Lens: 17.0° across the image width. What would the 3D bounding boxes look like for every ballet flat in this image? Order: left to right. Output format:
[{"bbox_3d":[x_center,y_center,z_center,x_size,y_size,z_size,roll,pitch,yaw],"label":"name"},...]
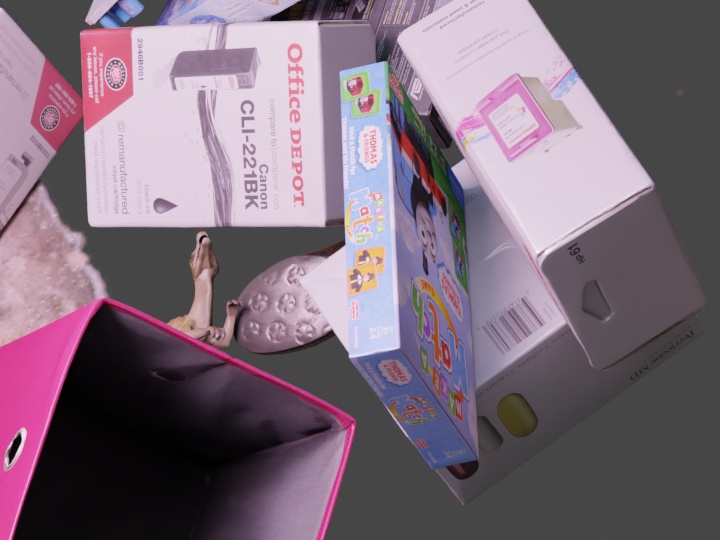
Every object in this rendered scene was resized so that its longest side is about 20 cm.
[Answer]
[{"bbox_3d":[0.000,0.000,1.683,0.200,0.046,0.067,-32,75,11],"label":"ballet flat"}]

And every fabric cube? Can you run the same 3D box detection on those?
[{"bbox_3d":[-0.154,0.157,1.512,0.199,0.200,0.197,-21,46,56],"label":"fabric cube"}]

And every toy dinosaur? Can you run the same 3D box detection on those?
[{"bbox_3d":[-0.131,0.076,1.694,0.200,0.058,0.101,-60,33,1],"label":"toy dinosaur"}]

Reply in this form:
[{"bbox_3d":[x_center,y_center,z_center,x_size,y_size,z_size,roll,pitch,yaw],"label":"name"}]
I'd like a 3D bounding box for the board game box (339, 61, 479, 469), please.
[{"bbox_3d":[0.030,-0.002,1.460,0.037,0.151,0.200,-11,58,16],"label":"board game box"}]

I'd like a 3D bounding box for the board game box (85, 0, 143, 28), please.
[{"bbox_3d":[-0.118,-0.282,1.819,0.200,0.026,0.200,-41,19,24],"label":"board game box"}]

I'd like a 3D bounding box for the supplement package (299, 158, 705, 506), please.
[{"bbox_3d":[0.093,0.023,1.579,0.200,0.111,0.156,-36,53,1],"label":"supplement package"}]

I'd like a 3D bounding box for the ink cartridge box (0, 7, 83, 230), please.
[{"bbox_3d":[-0.317,-0.092,1.813,0.083,0.147,0.200,24,74,33],"label":"ink cartridge box"}]

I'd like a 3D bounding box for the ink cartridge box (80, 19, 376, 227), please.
[{"bbox_3d":[-0.093,-0.104,1.716,0.200,0.084,0.145,0,96,27],"label":"ink cartridge box"}]

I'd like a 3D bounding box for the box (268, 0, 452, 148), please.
[{"bbox_3d":[0.015,-0.189,1.781,0.158,0.048,0.200,4,63,28],"label":"box"}]

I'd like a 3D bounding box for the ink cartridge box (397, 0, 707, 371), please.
[{"bbox_3d":[0.117,-0.059,1.458,0.085,0.145,0.200,-30,53,3],"label":"ink cartridge box"}]

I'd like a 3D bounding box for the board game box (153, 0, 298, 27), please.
[{"bbox_3d":[-0.059,-0.267,1.792,0.199,0.043,0.200,-18,42,57],"label":"board game box"}]
